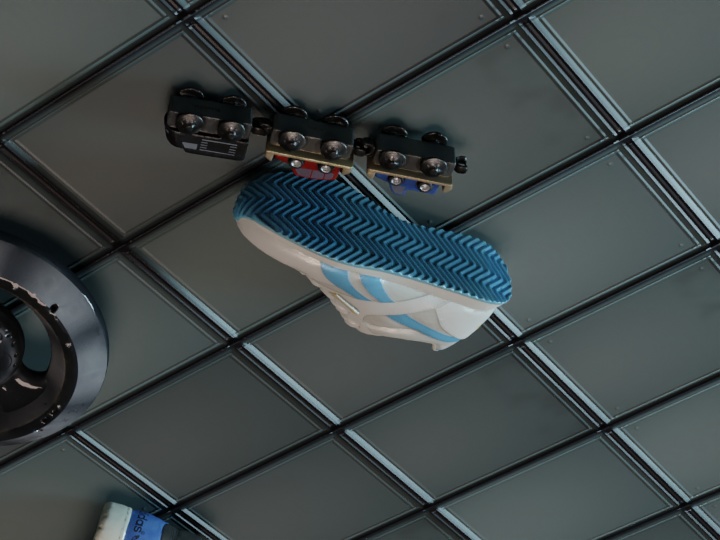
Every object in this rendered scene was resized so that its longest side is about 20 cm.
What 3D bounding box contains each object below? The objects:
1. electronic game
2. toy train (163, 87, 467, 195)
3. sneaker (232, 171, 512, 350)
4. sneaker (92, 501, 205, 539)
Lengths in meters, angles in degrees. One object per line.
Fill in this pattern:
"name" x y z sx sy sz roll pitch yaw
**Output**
"electronic game" -0.278 0.048 1.306 0.199 0.042 0.200 2 128 2
"toy train" -0.029 -0.079 1.195 0.199 0.034 0.046 9 138 -10
"sneaker" 0.000 0.000 1.248 0.200 0.077 0.081 23 133 -20
"sneaker" -0.183 0.279 1.528 0.111 0.077 0.200 19 127 -6
